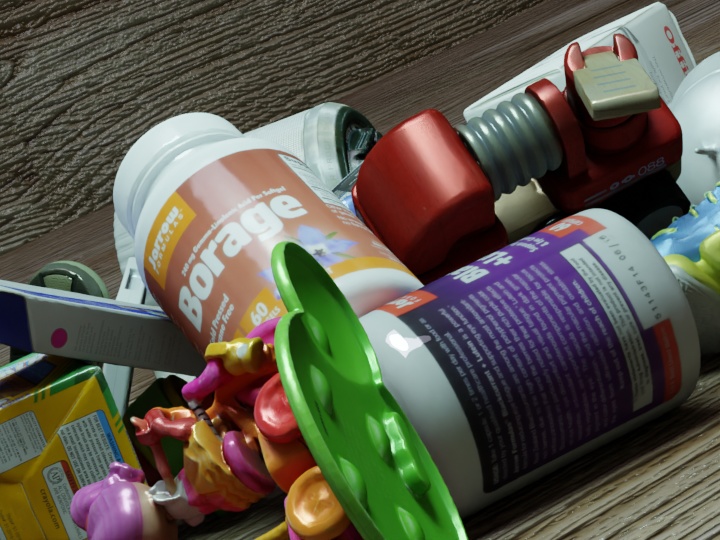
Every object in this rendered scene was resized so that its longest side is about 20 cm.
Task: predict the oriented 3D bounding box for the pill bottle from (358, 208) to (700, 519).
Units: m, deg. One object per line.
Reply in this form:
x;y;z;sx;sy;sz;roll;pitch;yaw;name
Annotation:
0.058;0.056;1.220;0.200;0.112;0.111;-25;9;-21;pill bottle

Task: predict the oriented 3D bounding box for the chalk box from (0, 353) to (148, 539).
-0.197;0.124;1.399;0.124;0.125;0.200;-24;10;-13;chalk box

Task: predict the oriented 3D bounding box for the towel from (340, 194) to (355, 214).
0.043;0.004;1.397;0.200;0.145;0.024;-24;-25;-8;towel

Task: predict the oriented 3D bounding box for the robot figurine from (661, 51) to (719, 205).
0.249;-0.081;1.579;0.169;0.113;0.200;10;15;7;robot figurine

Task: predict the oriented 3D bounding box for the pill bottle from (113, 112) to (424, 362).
-0.052;0.000;1.324;0.112;0.112;0.200;-25;44;-20;pill bottle

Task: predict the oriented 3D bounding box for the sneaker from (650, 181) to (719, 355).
0.205;-0.019;1.324;0.200;0.076;0.105;-9;57;18;sneaker

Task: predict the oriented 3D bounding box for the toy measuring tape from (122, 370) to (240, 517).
-0.114;0.077;1.459;0.073;0.074;0.200;-23;33;-7;toy measuring tape

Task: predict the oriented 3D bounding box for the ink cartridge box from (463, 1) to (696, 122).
0.169;-0.082;1.673;0.083;0.147;0.200;-22;7;32;ink cartridge box

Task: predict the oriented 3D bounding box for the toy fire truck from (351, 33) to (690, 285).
0.090;-0.060;1.300;0.176;0.129;0.200;-27;-31;-8;toy fire truck

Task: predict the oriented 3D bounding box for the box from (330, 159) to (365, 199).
0.000;0.000;1.493;0.200;0.046;0.159;-43;24;-16;box

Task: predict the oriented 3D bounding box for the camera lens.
-0.066;-0.027;1.876;0.200;0.160;0.160;-20;9;17;camera lens

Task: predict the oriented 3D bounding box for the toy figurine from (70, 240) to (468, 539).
-0.071;0.109;1.099;0.184;0.150;0.200;-32;50;13;toy figurine

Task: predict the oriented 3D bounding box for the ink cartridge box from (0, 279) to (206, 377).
-0.161;0.028;1.366;0.200;0.037;0.095;15;-1;-44;ink cartridge box

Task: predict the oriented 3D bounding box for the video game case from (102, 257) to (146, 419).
-0.155;0.075;1.580;0.018;0.143;0.200;9;7;-4;video game case

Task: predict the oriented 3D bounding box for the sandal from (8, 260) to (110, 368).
-0.197;0.079;1.591;0.201;0.080;0.057;-64;-12;28;sandal
